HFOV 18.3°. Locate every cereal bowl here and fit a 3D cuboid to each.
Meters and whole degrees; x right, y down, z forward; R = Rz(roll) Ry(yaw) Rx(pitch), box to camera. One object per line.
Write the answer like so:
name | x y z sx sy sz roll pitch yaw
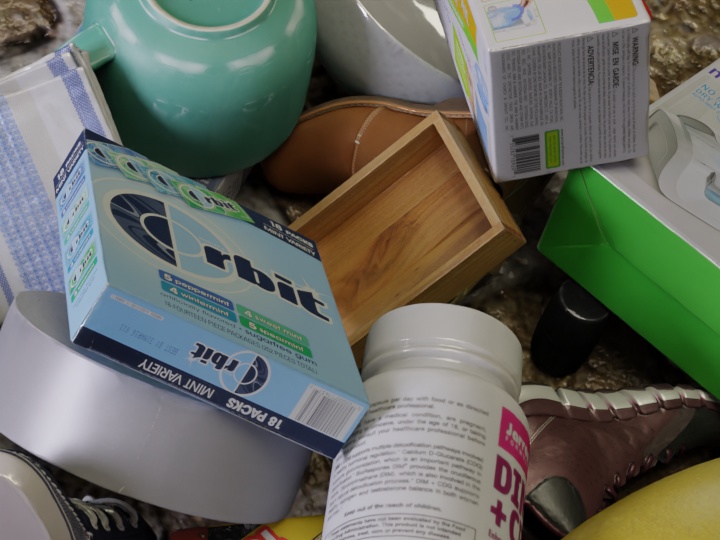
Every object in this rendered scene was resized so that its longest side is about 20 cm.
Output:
cereal bowl | 0.025 -0.169 1.559 0.200 0.083 0.200 32 32 -23

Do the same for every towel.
towel | -0.235 -0.039 1.398 0.199 0.024 0.147 -22 99 6

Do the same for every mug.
mug | -0.111 -0.143 1.442 0.152 0.115 0.185 27 57 8

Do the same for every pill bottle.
pill bottle | 0.038 0.126 1.278 0.113 0.114 0.201 11 56 -4

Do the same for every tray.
tray | 0.000 0.000 1.420 0.200 0.037 0.099 -37 59 15

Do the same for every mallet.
mallet | 0.149 -0.013 1.537 0.041 0.066 0.200 17 41 -5

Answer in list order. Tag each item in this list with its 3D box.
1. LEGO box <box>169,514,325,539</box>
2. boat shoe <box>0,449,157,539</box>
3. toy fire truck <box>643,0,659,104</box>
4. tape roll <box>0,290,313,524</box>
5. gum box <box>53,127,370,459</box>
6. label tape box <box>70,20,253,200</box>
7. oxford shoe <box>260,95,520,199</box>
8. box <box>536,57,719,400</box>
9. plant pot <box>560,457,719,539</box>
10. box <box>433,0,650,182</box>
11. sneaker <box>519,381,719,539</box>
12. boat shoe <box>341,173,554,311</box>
LEGO box | -0.008 0.225 1.321 0.199 0.077 0.149 -5 58 -14
boat shoe | -0.168 0.150 1.276 0.074 0.200 0.093 16 49 22
toy fire truck | 0.165 -0.147 1.570 0.141 0.049 0.200 50 31 11
tape roll | -0.123 0.079 1.327 0.200 0.200 0.066 22 97 4
gum box | -0.090 0.010 1.300 0.170 0.045 0.200 26 20 -22
label tape box | -0.162 -0.065 1.491 0.143 0.066 0.200 25 59 6
oxford shoe | 0.015 -0.070 1.480 0.199 0.071 0.071 -4 45 29
box | 0.251 -0.019 1.461 0.200 0.097 0.176 41 50 20
plant pot | 0.171 0.214 1.296 0.141 0.200 0.201 -8 59 -9
box | 0.110 -0.168 1.426 0.101 0.113 0.200 -11 44 -4
sneaker | 0.156 0.135 1.411 0.199 0.076 0.116 2 66 -25
boat shoe | 0.065 -0.021 1.502 0.200 0.067 0.074 -42 36 -22
